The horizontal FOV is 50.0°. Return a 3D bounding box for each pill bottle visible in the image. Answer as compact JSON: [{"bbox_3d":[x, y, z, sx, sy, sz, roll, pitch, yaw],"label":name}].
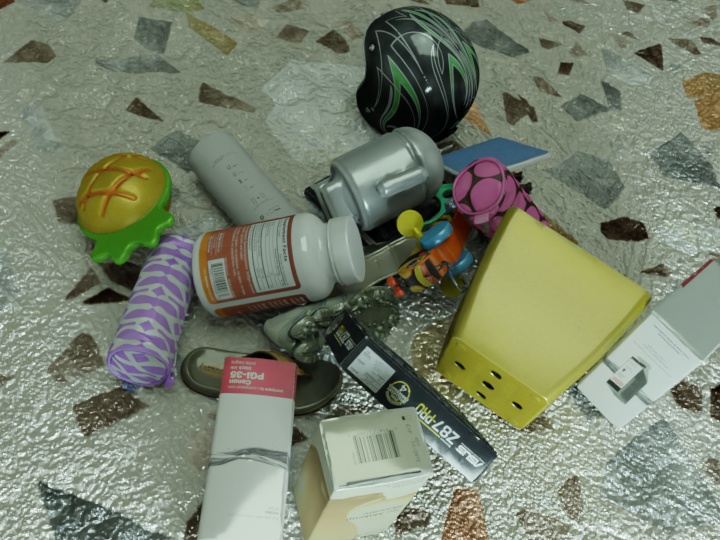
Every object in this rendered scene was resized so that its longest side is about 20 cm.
[{"bbox_3d":[-0.100,-0.010,0.971,0.199,0.112,0.113,-10,52,12],"label":"pill bottle"}]

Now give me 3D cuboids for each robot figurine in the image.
[{"bbox_3d":[0.035,-0.132,1.100,0.199,0.113,0.170,-27,20,-10],"label":"robot figurine"}]

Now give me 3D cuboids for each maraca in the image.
[{"bbox_3d":[-0.308,-0.082,1.014,0.137,0.107,0.200,-30,46,0],"label":"maraca"}]

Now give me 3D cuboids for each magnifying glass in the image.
[{"bbox_3d":[0.138,-0.114,1.147,0.199,0.022,0.080,-25,47,-9],"label":"magnifying glass"}]

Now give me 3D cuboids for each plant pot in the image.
[{"bbox_3d":[0.205,0.078,0.975,0.200,0.200,0.177,35,67,12],"label":"plant pot"}]

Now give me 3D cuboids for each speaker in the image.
[{"bbox_3d":[-0.160,-0.107,1.093,0.081,0.081,0.200,-28,64,-29],"label":"speaker"}]

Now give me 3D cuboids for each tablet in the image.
[{"bbox_3d":[0.192,-0.169,1.170,0.130,0.014,0.200,-19,20,-7],"label":"tablet"}]

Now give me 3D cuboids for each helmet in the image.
[{"bbox_3d":[0.094,-0.319,1.240,0.199,0.191,0.201,7,52,-9],"label":"helmet"}]

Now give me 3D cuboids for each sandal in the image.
[{"bbox_3d":[-0.120,0.124,0.944,0.199,0.055,0.082,13,52,-3],"label":"sandal"}]

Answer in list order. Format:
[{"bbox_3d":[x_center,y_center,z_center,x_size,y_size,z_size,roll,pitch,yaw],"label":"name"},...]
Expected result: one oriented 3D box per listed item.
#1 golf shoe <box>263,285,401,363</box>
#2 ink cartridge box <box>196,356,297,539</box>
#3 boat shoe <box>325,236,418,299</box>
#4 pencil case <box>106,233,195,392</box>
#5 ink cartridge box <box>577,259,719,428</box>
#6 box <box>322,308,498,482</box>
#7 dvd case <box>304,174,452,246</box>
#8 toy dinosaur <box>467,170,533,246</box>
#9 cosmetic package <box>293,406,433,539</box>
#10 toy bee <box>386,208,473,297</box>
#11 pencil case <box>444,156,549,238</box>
[{"bbox_3d":[-0.035,0.057,1.004,0.199,0.079,0.097,-10,16,-43],"label":"golf shoe"},{"bbox_3d":[-0.119,0.215,0.818,0.082,0.147,0.201,7,52,-6],"label":"ink cartridge box"},{"bbox_3d":[0.000,0.000,1.075,0.199,0.057,0.067,-17,87,-19],"label":"boat shoe"},{"bbox_3d":[-0.245,0.047,0.955,0.085,0.084,0.201,19,50,-13],"label":"pencil case"},{"bbox_3d":[0.389,0.098,0.990,0.147,0.200,0.083,-31,69,-30],"label":"ink cartridge box"},{"bbox_3d":[0.051,0.135,0.872,0.200,0.161,0.049,42,92,-13],"label":"box"},{"bbox_3d":[0.035,-0.116,1.186,0.200,0.016,0.149,-33,67,-31],"label":"dvd case"},{"bbox_3d":[0.201,-0.135,1.202,0.102,0.077,0.201,5,55,-18],"label":"toy dinosaur"},{"bbox_3d":[-0.004,0.220,0.806,0.105,0.200,0.071,-6,58,-15],"label":"cosmetic package"},{"bbox_3d":[0.084,-0.017,1.016,0.131,0.108,0.200,63,23,5],"label":"toy bee"},{"bbox_3d":[0.198,-0.074,1.071,0.090,0.200,0.094,-23,61,26],"label":"pencil case"}]
